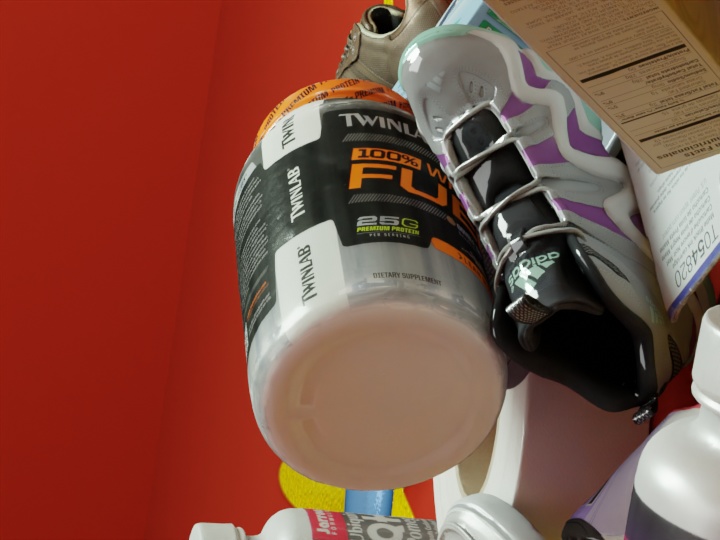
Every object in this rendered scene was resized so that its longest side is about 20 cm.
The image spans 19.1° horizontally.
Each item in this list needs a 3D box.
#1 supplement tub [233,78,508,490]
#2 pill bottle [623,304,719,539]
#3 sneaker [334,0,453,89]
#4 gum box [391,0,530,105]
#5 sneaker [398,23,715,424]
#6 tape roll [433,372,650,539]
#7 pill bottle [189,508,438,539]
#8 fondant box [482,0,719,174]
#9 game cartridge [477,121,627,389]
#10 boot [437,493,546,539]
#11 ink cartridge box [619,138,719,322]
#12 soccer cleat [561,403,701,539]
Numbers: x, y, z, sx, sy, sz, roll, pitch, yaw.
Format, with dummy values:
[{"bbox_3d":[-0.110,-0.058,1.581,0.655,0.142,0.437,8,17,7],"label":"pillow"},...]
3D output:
[{"bbox_3d":[0.000,0.000,1.047,0.201,0.121,0.123,-100,19,-51],"label":"supplement tub"},{"bbox_3d":[0.149,0.119,0.782,0.111,0.110,0.202,-123,40,-73],"label":"pill bottle"},{"bbox_3d":[0.021,-0.139,1.430,0.200,0.070,0.076,-23,89,61],"label":"sneaker"},{"bbox_3d":[0.089,-0.156,1.158,0.201,0.044,0.170,-56,6,-11],"label":"gum box"},{"bbox_3d":[0.078,-0.018,0.961,0.078,0.200,0.140,-43,3,30],"label":"sneaker"},{"bbox_3d":[0.096,0.078,1.182,0.202,0.070,0.205,-174,90,-80],"label":"tape roll"},{"bbox_3d":[-0.008,0.205,1.316,0.111,0.198,0.112,-174,90,-78],"label":"pill bottle"},{"bbox_3d":[0.089,-0.142,0.812,0.200,0.058,0.146,35,-138,-56],"label":"fondant box"},{"bbox_3d":[0.095,-0.047,1.100,0.201,0.040,0.133,-58,30,6],"label":"game cartridge"},{"bbox_3d":[0.065,0.200,1.040,0.201,0.095,0.074,58,146,34],"label":"boot"},{"bbox_3d":[0.165,-0.112,0.924,0.200,0.040,0.202,120,146,-53],"label":"ink cartridge box"},{"bbox_3d":[0.145,0.102,0.972,0.074,0.068,0.200,-63,0,-18],"label":"soccer cleat"}]
